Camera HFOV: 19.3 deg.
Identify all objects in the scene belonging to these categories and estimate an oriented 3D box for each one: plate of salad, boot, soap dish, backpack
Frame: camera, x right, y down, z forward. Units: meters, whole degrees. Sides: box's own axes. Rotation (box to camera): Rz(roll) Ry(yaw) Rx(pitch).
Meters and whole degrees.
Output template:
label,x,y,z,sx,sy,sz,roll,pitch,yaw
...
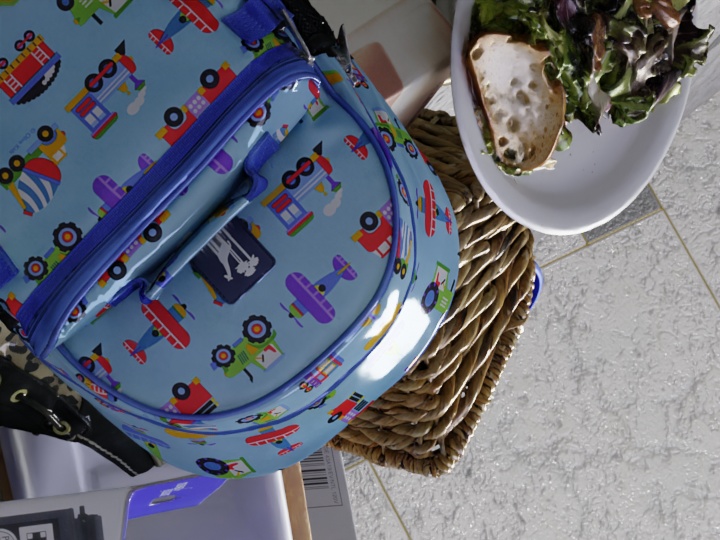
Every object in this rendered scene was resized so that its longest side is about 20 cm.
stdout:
label,x,y,z,sx,sy,sz,roll,pitch,yaw
plate of salad,0.121,-0.117,1.091,0.048,0.201,0.200,11,-143,45
boot,-0.189,0.065,0.976,0.153,0.074,0.204,-37,139,0
soap dish,-0.114,0.077,1.115,0.156,0.201,0.081,-9,-150,-2
backpack,-0.066,-0.023,0.814,0.182,0.200,0.135,-40,173,2

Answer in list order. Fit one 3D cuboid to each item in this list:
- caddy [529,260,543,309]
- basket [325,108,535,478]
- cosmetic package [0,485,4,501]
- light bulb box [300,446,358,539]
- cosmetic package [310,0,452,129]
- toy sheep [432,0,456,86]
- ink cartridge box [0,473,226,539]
label,x,y,z,sx,sy,sz,roll,pitch,yaw
caddy,0.032,0.010,1.311,0.141,0.105,0.200,-35,153,10
basket,0.000,0.000,1.172,0.199,0.150,0.143,13,-143,39
cosmetic package,-0.213,0.115,1.235,0.103,0.074,0.200,-7,180,14
light bulb box,-0.112,0.143,1.390,0.124,0.200,0.200,0,159,-31
cosmetic package,-0.053,-0.074,1.033,0.200,0.087,0.103,-36,172,-38
toy sheep,0.105,-0.153,1.231,0.138,0.139,0.199,-36,-158,-33
ink cartridge box,-0.161,0.131,0.983,0.198,0.044,0.198,-8,171,-9
